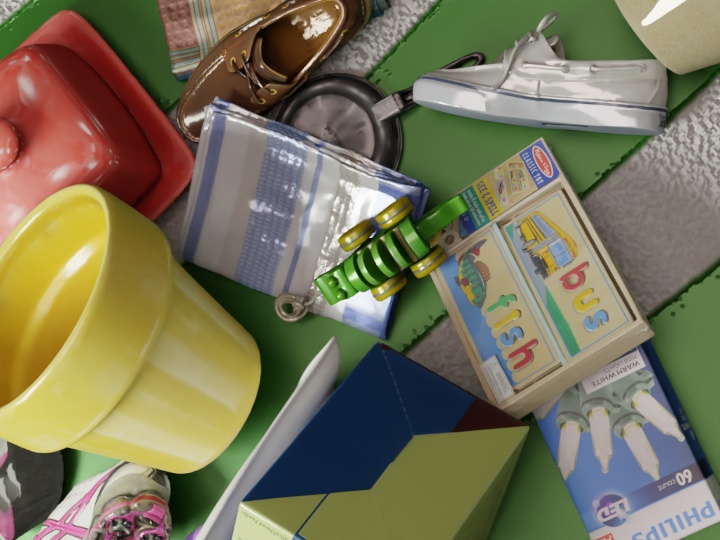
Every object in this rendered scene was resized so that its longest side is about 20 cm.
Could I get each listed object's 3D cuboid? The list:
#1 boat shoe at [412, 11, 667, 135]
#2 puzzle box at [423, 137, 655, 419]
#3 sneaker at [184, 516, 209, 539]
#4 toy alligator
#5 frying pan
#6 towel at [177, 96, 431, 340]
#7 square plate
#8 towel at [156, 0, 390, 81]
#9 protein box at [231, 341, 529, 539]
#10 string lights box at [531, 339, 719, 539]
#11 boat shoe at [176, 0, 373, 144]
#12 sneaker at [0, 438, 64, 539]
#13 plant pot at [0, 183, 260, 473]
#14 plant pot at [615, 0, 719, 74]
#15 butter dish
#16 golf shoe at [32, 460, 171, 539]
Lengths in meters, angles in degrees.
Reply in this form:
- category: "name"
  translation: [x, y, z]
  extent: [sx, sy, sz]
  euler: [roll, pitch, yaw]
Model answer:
- category: "boat shoe"
  translation: [0.142, -0.158, 1.293]
  extent: [0.199, 0.075, 0.087]
  euler: [6, 89, 13]
- category: "puzzle box"
  translation: [0.127, 0.005, 1.266]
  extent: [0.132, 0.025, 0.201]
  euler: [-33, 51, 11]
- category: "sneaker"
  translation: [-0.140, 0.259, 1.343]
  extent: [0.200, 0.083, 0.081]
  euler: [-40, 79, 9]
- category: "toy alligator"
  translation: [0.000, 0.000, 1.292]
  extent: [0.199, 0.054, 0.060]
  euler: [-31, 98, 28]
- category: "frying pan"
  translation: [0.013, -0.110, 1.351]
  extent: [0.188, 0.031, 0.116]
  euler: [-7, 87, 18]
- category: "towel"
  translation: [-0.051, -0.040, 1.339]
  extent: [0.198, 0.024, 0.148]
  euler: [22, 115, 12]
- category: "square plate"
  translation: [-0.079, 0.157, 1.246]
  extent: [0.028, 0.198, 0.201]
  euler: [33, 70, -1]
- category: "towel"
  translation: [-0.082, -0.256, 1.386]
  extent: [0.198, 0.022, 0.148]
  euler: [-16, 83, 14]
- category: "protein box"
  translation: [0.002, 0.205, 1.209]
  extent: [0.134, 0.199, 0.201]
  euler: [28, 134, 15]
- category: "string lights box"
  translation: [0.195, 0.116, 1.271]
  extent: [0.102, 0.059, 0.202]
  euler: [-27, 80, 15]
- category: "boat shoe"
  translation: [-0.078, -0.171, 1.343]
  extent: [0.199, 0.068, 0.072]
  euler: [-36, 98, 20]
- category: "sneaker"
  translation: [-0.315, 0.129, 1.409]
  extent: [0.086, 0.080, 0.202]
  euler: [-1, 103, 56]
- category: "plant pot"
  translation: [-0.188, 0.063, 1.295]
  extent: [0.200, 0.188, 0.202]
  euler: [-30, 43, 33]
- category: "plant pot"
  translation: [0.288, -0.243, 1.218]
  extent: [0.199, 0.187, 0.188]
  euler: [-37, 78, 25]
- category: "butter dish"
  translation: [-0.274, -0.096, 1.364]
  extent: [0.199, 0.148, 0.200]
  euler: [-42, 78, 10]
- category: "golf shoe"
  translation: [-0.230, 0.225, 1.386]
  extent: [0.199, 0.072, 0.093]
  euler: [-37, 36, 22]
